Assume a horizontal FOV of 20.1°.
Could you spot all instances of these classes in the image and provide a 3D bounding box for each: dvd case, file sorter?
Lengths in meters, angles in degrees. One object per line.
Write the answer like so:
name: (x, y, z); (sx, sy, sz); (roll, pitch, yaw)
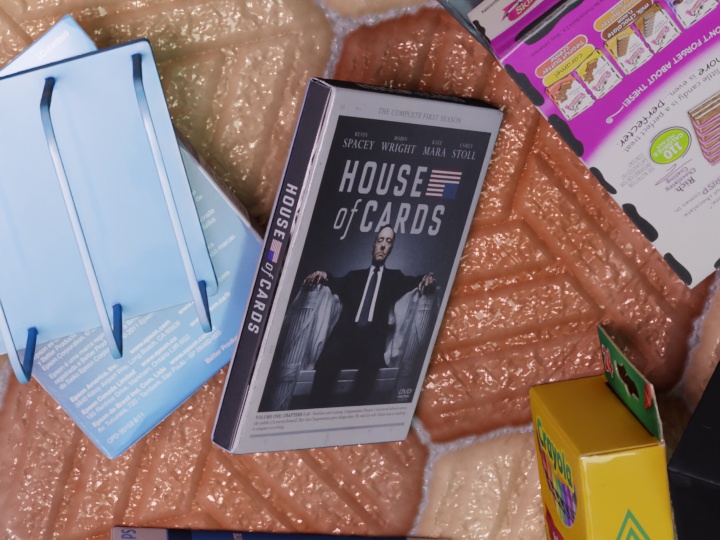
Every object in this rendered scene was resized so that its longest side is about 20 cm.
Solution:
dvd case: (0.000, 0.000, 1.097); (0.150, 0.025, 0.201); (1, 109, -51)
file sorter: (-0.180, -0.015, 1.000); (0.199, 0.123, 0.139); (-16, 105, -3)

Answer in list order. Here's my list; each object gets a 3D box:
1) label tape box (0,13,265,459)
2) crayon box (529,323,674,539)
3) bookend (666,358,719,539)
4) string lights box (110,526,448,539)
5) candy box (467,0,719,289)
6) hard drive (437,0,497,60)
label tape box: (-0.145, -0.020, 1.098); (0.143, 0.066, 0.200); (-39, 103, 3)
crayon box: (0.138, 0.143, 1.147); (0.051, 0.127, 0.201); (-9, 104, -5)
bookend: (0.293, 0.080, 1.071); (0.198, 0.200, 0.092); (15, 147, 26)
string lights box: (-0.047, 0.208, 1.171); (0.199, 0.059, 0.103); (3, 105, -8)
candy box: (0.170, -0.103, 1.086); (0.136, 0.061, 0.200); (-38, 124, 9)
hard drive: (0.128, -0.201, 1.089); (0.140, 0.033, 0.200); (43, 105, -15)
